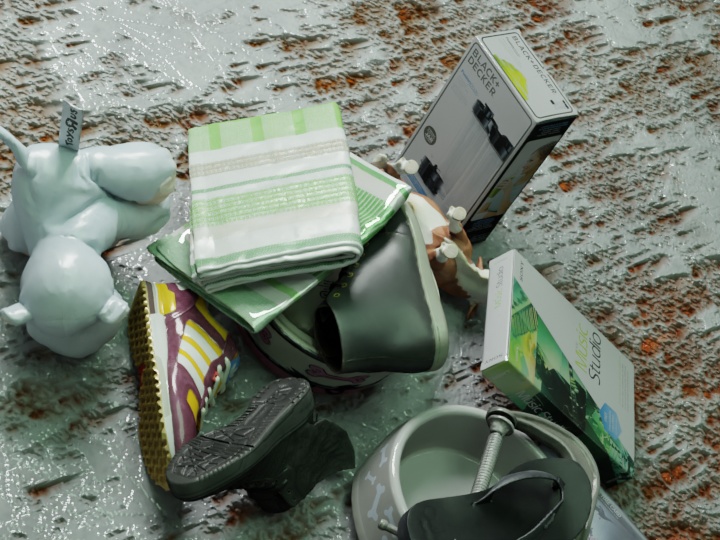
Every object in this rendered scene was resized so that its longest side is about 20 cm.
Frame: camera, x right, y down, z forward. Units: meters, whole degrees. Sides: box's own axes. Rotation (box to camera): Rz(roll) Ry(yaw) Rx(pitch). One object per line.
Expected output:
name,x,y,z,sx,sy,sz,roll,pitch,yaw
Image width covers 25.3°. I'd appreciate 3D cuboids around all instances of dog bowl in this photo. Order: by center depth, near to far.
dog bowl,0.093,0.205,1.376,0.198,0.059,0.202,16,47,-18
dog bowl,-0.030,0.026,1.467,0.198,0.074,0.202,17,47,-19

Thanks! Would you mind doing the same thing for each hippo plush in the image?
hippo plush,-0.221,-0.020,1.321,0.157,0.201,0.162,-8,64,-9

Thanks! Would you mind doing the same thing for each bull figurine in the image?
bull figurine,0.065,-0.036,1.559,0.199,0.122,0.065,38,72,12

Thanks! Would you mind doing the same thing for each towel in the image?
towel,-0.077,-0.067,1.403,0.147,0.031,0.201,-9,43,1
towel,-0.069,-0.041,1.405,0.200,0.024,0.152,-39,50,-25

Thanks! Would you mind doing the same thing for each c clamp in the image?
c clamp,0.124,0.187,1.349,0.170,0.027,0.201,34,45,-2

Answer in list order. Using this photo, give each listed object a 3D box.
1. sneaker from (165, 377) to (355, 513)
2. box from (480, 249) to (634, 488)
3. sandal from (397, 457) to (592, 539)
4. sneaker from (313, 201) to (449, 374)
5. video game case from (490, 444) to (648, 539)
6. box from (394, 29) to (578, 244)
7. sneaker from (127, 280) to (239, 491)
sneaker,-0.077,0.162,1.308,0.060,0.105,0.200,9,31,33
box,0.190,0.093,1.515,0.200,0.036,0.145,40,37,-28
sandal,0.120,0.199,1.294,0.199,0.043,0.077,-14,67,-39
sneaker,0.000,0.000,1.402,0.105,0.075,0.201,-2,52,-26
video game case,0.164,0.247,1.438,0.143,0.019,0.199,48,46,13
box,0.119,-0.129,1.595,0.060,0.200,0.117,-13,62,-38
sneaker,-0.139,0.092,1.344,0.089,0.075,0.202,4,53,-22
